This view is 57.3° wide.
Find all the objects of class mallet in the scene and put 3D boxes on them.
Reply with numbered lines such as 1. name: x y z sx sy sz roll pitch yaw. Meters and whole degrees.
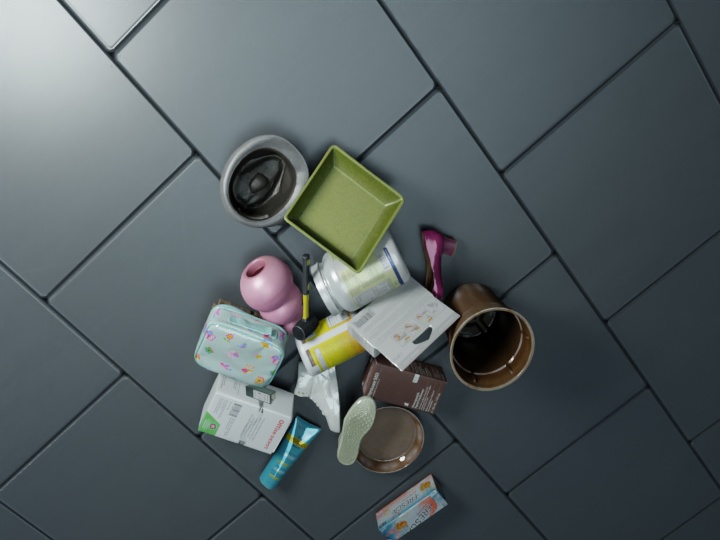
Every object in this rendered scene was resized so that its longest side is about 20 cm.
1. mallet: -0.115 0.054 1.458 0.040 0.066 0.206 17 115 24

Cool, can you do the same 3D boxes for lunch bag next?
1. lunch bag: -0.264 0.169 1.487 0.195 0.078 0.162 21 124 -14

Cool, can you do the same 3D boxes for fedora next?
1. fedora: -0.208 -0.192 1.407 0.175 0.090 0.202 37 96 -20

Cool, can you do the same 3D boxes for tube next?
1. tube: -0.187 0.471 1.701 0.076 0.051 0.203 30 100 -25

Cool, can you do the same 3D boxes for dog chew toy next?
1. dog chew toy: -0.188 0.065 1.499 0.122 0.126 0.202 -28 126 5

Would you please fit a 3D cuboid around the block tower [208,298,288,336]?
1. block tower: -0.258 0.132 1.549 0.195 0.058 0.055 22 109 -16

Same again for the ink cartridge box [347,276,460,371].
1. ink cartridge box: 0.096 0.121 1.471 0.198 0.175 0.045 -37 149 -25

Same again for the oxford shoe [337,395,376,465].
1. oxford shoe: -0.013 0.391 1.645 0.073 0.058 0.205 16 114 -6

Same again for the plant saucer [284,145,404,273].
1. plant saucer: -0.035 -0.127 1.404 0.197 0.048 0.203 35 74 -4

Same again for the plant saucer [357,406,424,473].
1. plant saucer: 0.069 0.436 1.723 0.193 0.035 0.207 -3 111 -6

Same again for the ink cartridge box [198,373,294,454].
1. ink cartridge box: -0.276 0.344 1.601 0.195 0.085 0.148 23 122 -16

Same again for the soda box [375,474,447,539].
1. soda box: 0.139 0.650 1.796 0.198 0.069 0.064 -38 112 7

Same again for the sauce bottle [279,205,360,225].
1. sauce bottle: -0.090 -0.127 1.462 0.193 0.065 0.067 -7 113 -5

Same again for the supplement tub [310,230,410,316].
1. supplement tub: 0.000 0.000 1.480 0.196 0.146 0.147 -28 113 5

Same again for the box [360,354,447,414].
1. box: 0.108 0.277 1.644 0.194 0.075 0.103 16 110 -11

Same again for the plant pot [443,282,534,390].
1. plant pot: 0.281 0.140 1.543 0.193 0.199 0.207 -2 112 -6

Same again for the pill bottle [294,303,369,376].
1. pill bottle: -0.050 0.157 1.550 0.195 0.110 0.112 -26 113 -4

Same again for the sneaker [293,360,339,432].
1. sneaker: -0.107 0.310 1.636 0.111 0.074 0.207 -6 106 0

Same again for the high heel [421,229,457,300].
1. high heel: 0.154 0.007 1.544 0.093 0.067 0.206 14 95 -23
